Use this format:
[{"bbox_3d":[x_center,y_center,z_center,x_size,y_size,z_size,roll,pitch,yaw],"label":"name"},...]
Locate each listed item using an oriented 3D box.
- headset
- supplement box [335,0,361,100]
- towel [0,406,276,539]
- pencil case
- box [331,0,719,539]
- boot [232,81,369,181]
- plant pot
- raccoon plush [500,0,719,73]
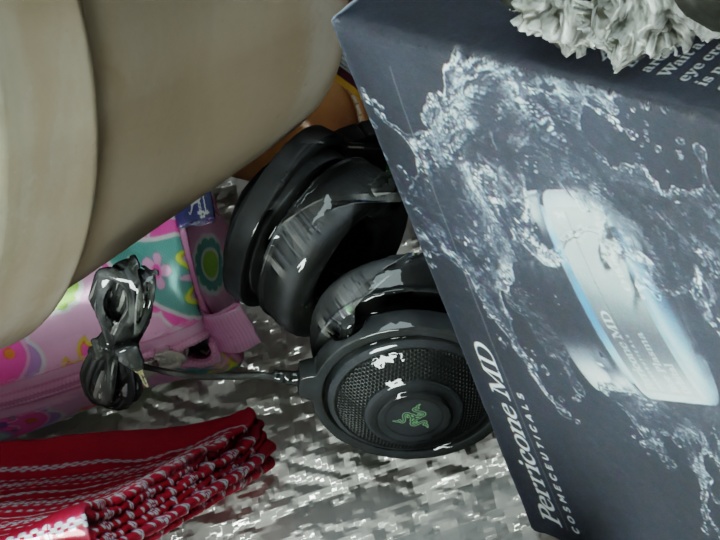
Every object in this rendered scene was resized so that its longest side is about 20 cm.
[{"bbox_3d":[0.000,0.000,0.899,0.199,0.094,0.124,-20,53,-24],"label":"headset"},{"bbox_3d":[0.076,-0.092,0.950,0.199,0.110,0.086,16,82,31],"label":"supplement box"},{"bbox_3d":[-0.118,0.075,0.859,0.144,0.023,0.200,-8,3,14],"label":"towel"},{"bbox_3d":[-0.137,0.023,0.986,0.199,0.088,0.088,-17,31,5],"label":"pencil case"},{"bbox_3d":[0.121,-0.003,0.759,0.117,0.197,0.200,-39,35,-24],"label":"box"},{"bbox_3d":[-0.103,-0.070,1.023,0.200,0.077,0.155,33,27,7],"label":"boot"},{"bbox_3d":[-0.105,-0.083,0.891,0.173,0.201,0.200,-20,25,-39],"label":"plant pot"},{"bbox_3d":[0.075,-0.148,0.687,0.096,0.134,0.200,4,41,39],"label":"raccoon plush"}]
